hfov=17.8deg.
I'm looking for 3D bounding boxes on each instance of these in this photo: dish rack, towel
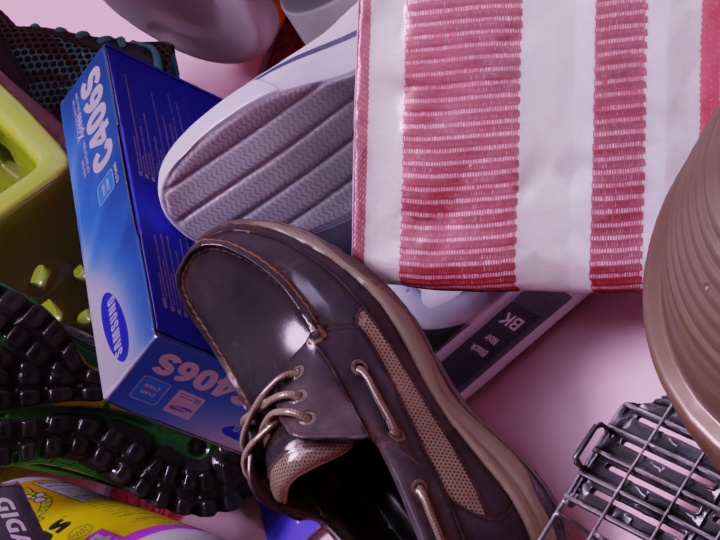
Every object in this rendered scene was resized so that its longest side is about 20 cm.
[{"bbox_3d":[0.096,0.143,0.785,0.153,0.054,0.201,24,81,54],"label":"dish rack"},{"bbox_3d":[0.091,-0.064,0.875,0.199,0.023,0.145,0,85,24],"label":"towel"}]

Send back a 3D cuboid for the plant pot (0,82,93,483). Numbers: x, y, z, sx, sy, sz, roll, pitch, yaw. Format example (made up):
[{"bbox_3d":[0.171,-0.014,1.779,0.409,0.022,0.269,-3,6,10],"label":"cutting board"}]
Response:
[{"bbox_3d":[-0.238,0.019,1.134,0.199,0.182,0.199,-34,46,-17],"label":"plant pot"}]

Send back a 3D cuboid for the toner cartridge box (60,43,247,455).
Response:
[{"bbox_3d":[-0.074,-0.010,1.009,0.043,0.095,0.201,-50,34,27],"label":"toner cartridge box"}]

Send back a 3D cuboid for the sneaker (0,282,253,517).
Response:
[{"bbox_3d":[-0.141,0.058,1.012,0.078,0.199,0.085,-68,15,-7],"label":"sneaker"}]

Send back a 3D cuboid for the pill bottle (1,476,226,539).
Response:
[{"bbox_3d":[-0.127,0.150,1.012,0.199,0.104,0.105,8,70,54],"label":"pill bottle"}]

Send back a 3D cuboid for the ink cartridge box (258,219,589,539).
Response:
[{"bbox_3d":[0.000,0.000,1.029,0.200,0.043,0.199,-43,36,22],"label":"ink cartridge box"}]

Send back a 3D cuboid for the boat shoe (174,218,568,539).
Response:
[{"bbox_3d":[-0.007,0.058,0.876,0.200,0.073,0.075,44,130,21],"label":"boat shoe"}]

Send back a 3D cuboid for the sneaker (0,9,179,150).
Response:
[{"bbox_3d":[-0.138,-0.093,1.185,0.091,0.200,0.078,-46,-6,-6],"label":"sneaker"}]

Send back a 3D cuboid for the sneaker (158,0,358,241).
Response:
[{"bbox_3d":[0.004,-0.078,0.968,0.199,0.073,0.071,-29,26,8],"label":"sneaker"}]

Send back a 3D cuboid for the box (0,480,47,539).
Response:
[{"bbox_3d":[-0.143,0.224,0.912,0.200,0.049,0.199,54,133,38],"label":"box"}]

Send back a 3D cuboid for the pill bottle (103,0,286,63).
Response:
[{"bbox_3d":[-0.055,-0.219,1.199,0.114,0.114,0.201,-1,55,51],"label":"pill bottle"}]

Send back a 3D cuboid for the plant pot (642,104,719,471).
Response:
[{"bbox_3d":[0.176,-0.022,0.728,0.200,0.093,0.202,-15,50,19],"label":"plant pot"}]

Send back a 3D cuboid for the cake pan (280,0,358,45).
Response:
[{"bbox_3d":[0.033,-0.176,1.088,0.200,0.037,0.201,-41,22,20],"label":"cake pan"}]
